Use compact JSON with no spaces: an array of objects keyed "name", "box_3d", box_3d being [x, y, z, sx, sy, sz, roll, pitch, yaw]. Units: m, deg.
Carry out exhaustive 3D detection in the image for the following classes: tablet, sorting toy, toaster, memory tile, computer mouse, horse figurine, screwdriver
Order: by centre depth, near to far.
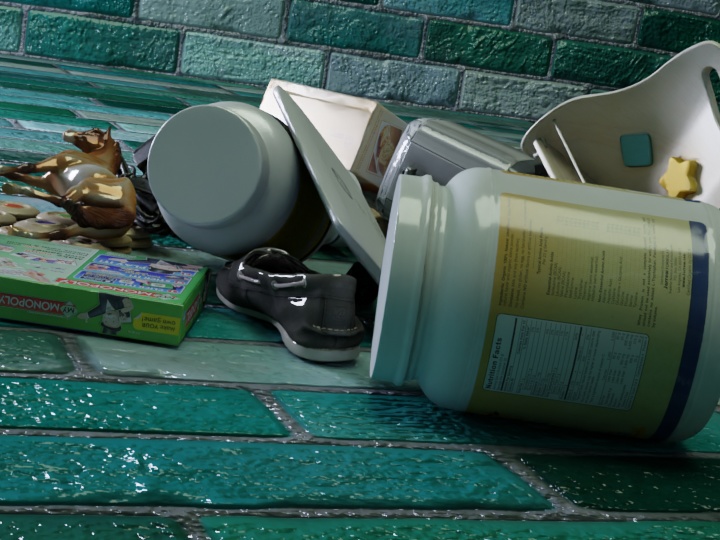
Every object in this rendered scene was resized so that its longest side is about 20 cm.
[{"name":"tablet","box_3d":[-0.008,-0.047,1.096,0.130,0.014,0.201,52,8,-38]},{"name":"sorting toy","box_3d":[0.243,-0.079,1.165,0.106,0.180,0.201,15,40,-35]},{"name":"horse figurine","box_3d":[-0.228,-0.064,1.172,0.131,0.051,0.200,-1,22,-30]},{"name":"memory tile","box_3d":[-0.260,-0.029,1.173,0.151,0.017,0.200,10,11,8]},{"name":"screwdriver","box_3d":[0.000,0.000,1.228,0.028,0.029,0.200,8,7,-3]},{"name":"computer mouse","box_3d":[-0.134,-0.102,1.289,0.199,0.053,0.138,-21,40,-34]},{"name":"toaster","box_3d":[0.103,-0.070,1.360,0.128,0.115,0.200,29,13,21]}]

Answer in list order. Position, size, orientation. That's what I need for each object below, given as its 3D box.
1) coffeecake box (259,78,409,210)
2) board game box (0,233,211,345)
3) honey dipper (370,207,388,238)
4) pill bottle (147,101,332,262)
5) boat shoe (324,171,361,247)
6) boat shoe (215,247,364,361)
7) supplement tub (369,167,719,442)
[{"name":"coffeecake box","box_3d":[0.009,-0.108,1.487,0.153,0.074,0.199,18,-7,42]},{"name":"board game box","box_3d":[-0.207,0.007,0.993,0.197,0.029,0.135,9,11,1]},{"name":"honey dipper","box_3d":[0.026,-0.013,1.297,0.038,0.038,0.200,6,15,-16]},{"name":"pill bottle","box_3d":[-0.089,-0.064,1.127,0.111,0.114,0.200,11,-3,12]},{"name":"boat shoe","box_3d":[-0.060,-0.065,1.389,0.065,0.073,0.200,-1,13,-25]},{"name":"boat shoe","box_3d":[-0.047,0.010,1.030,0.066,0.058,0.200,2,12,-25]},{"name":"supplement tub","box_3d":[0.110,0.018,0.882,0.197,0.146,0.144,9,10,-1]}]
